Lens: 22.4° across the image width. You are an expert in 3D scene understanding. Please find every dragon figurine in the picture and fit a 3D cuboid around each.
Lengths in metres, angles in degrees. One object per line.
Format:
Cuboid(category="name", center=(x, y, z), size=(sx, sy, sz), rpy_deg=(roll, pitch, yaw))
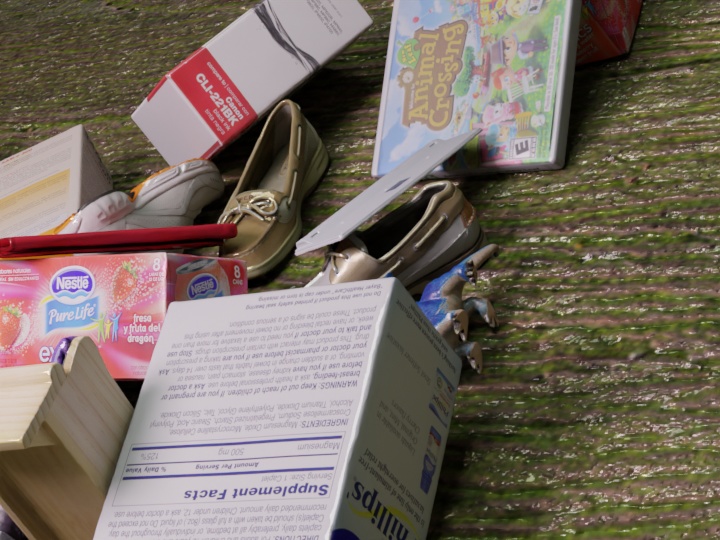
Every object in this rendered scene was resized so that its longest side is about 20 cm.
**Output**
Cuboid(category="dragon figurine", center=(0.043, 0.036, 1.316), size=(0.098, 0.059, 0.201), rpy_deg=(-11, 36, 24))

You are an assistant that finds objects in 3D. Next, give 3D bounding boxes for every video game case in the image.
Cuboid(category="video game case", center=(0.098, -0.177, 1.526), size=(0.180, 0.022, 0.202), rpy_deg=(-3, 73, 35))

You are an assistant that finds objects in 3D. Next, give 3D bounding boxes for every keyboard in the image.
Cuboid(category="keyboard", center=(0.024, -0.064, 1.424), size=(0.056, 0.011, 0.200), rpy_deg=(-10, 21, 43))

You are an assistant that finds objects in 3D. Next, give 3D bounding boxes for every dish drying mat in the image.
Cuboid(category="dish drying mat", center=(-0.202, -0.022, 1.462), size=(0.198, 0.018, 0.077), rpy_deg=(-5, 0, -33))

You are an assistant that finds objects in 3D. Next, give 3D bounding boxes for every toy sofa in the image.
Cuboid(category="toy sofa", center=(-0.186, 0.140, 1.199), size=(0.082, 0.201, 0.098), rpy_deg=(-7, 42, 30))

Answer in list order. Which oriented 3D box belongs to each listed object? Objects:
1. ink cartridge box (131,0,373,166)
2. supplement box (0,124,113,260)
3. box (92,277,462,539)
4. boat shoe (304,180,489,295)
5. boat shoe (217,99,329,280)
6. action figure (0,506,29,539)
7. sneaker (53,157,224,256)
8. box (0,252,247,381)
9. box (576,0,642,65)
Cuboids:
Cuboid(category="ink cartridge box", center=(-0.101, -0.187, 1.687), size=(0.200, 0.084, 0.144), rpy_deg=(-42, 5, -22))
Cuboid(category="supplement box", center=(-0.297, -0.039, 1.676), size=(0.125, 0.074, 0.201), rpy_deg=(-23, 31, 7))
Cuboid(category="box", center=(-0.051, 0.121, 1.171), size=(0.182, 0.105, 0.202), rpy_deg=(-7, 52, 31))
Cuboid(category="boat shoe", center=(0.000, 0.000, 1.394), size=(0.199, 0.069, 0.075), rpy_deg=(-32, 31, -8))
Cuboid(category="boat shoe", center=(-0.082, -0.067, 1.563), size=(0.073, 0.063, 0.201), rpy_deg=(-7, 36, 29))
Cuboid(category="action figure", center=(-0.272, 0.254, 1.227), size=(0.129, 0.070, 0.202), rpy_deg=(-6, 51, 20))
Cuboid(category="sneaker", center=(-0.179, -0.031, 1.588), size=(0.075, 0.093, 0.199), rpy_deg=(-31, -1, 40))
Cuboid(category="box", center=(-0.193, 0.039, 1.423), size=(0.198, 0.096, 0.102), rpy_deg=(-2, -5, 36))
Cuboid(category="box", center=(0.195, -0.273, 1.626), size=(0.099, 0.096, 0.201), rpy_deg=(-10, 34, 26))
